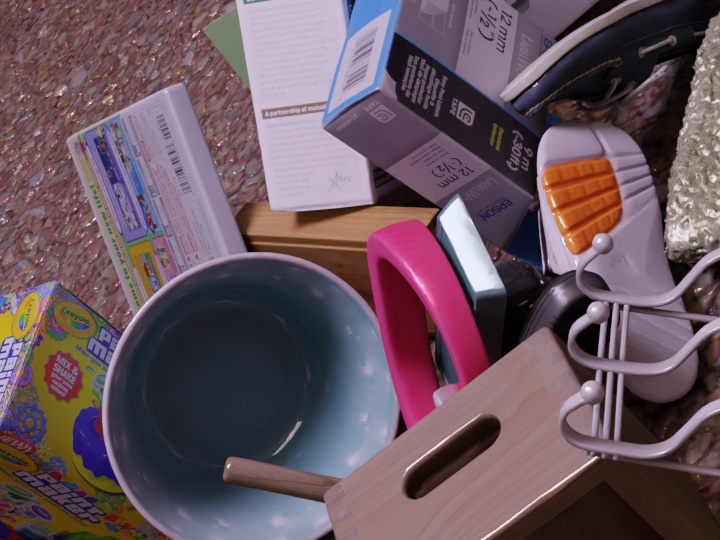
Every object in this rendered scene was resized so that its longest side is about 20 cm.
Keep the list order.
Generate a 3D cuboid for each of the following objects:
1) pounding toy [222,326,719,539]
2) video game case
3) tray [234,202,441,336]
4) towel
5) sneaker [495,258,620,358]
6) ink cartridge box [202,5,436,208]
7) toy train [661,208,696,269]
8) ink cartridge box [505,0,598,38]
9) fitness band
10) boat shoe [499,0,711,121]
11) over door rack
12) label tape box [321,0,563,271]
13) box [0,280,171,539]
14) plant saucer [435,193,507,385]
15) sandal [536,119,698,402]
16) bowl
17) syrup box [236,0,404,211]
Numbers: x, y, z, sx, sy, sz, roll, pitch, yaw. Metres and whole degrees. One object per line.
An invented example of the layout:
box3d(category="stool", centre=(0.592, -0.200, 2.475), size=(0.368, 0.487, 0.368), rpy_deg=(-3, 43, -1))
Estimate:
box3d(category="pounding toy", centre=(0.065, 0.139, 0.908), size=(0.200, 0.184, 0.142), rpy_deg=(-38, 36, 12))
box3d(category="video game case", centre=(-0.144, -0.026, 1.262), size=(0.022, 0.201, 0.182), rpy_deg=(-24, 5, -33))
box3d(category="tray", centre=(0.000, 0.000, 1.178), size=(0.200, 0.099, 0.037), rpy_deg=(5, 51, 48))
box3d(category="towel", centre=(0.264, -0.087, 1.019), size=(0.148, 0.037, 0.200), rpy_deg=(1, 55, 26))
box3d(category="sneaker", centre=(0.100, 0.032, 1.003), size=(0.060, 0.200, 0.104), rpy_deg=(-24, 60, -11))
box3d(category="ink cartridge box", centre=(-0.004, -0.126, 1.221), size=(0.145, 0.200, 0.048), rpy_deg=(-29, 26, 22))
box3d(category="toy train", centre=(0.228, -0.083, 1.086), size=(0.046, 0.034, 0.200), rpy_deg=(-12, 48, 41))
box3d(category="ink cartridge box", centre=(0.072, -0.240, 1.288), size=(0.200, 0.146, 0.147), rpy_deg=(-40, 36, 17))
box3d(category="fitness band", centre=(0.043, 0.061, 1.009), size=(0.037, 0.200, 0.144), rpy_deg=(-19, 49, -9))
box3d(category="boat shoe", centre=(0.170, -0.139, 1.109), size=(0.200, 0.062, 0.075), rpy_deg=(-33, 5, -42))
box3d(category="over door rack", centre=(0.202, 0.052, 0.825), size=(0.148, 0.199, 0.067), rpy_deg=(-71, 0, -56))
box3d(category="label tape box", centre=(0.080, -0.108, 1.111), size=(0.066, 0.200, 0.144), rpy_deg=(-33, 34, 45))
box3d(category="box", centre=(-0.232, 0.126, 1.209), size=(0.192, 0.200, 0.122), rpy_deg=(-15, 46, 37))
box3d(category="plant saucer", centre=(0.063, 0.034, 1.004), size=(0.019, 0.200, 0.070), rpy_deg=(-20, 62, -8))
box3d(category="sandal", centre=(0.149, -0.001, 1.040), size=(0.059, 0.079, 0.207), rpy_deg=(119, 147, -53))
box3d(category="bowl", centre=(-0.083, 0.084, 1.132), size=(0.201, 0.201, 0.105), rpy_deg=(-52, 17, -7))
box3d(category="syrup box", centre=(-0.029, -0.147, 1.157), size=(0.081, 0.201, 0.079), rpy_deg=(-4, 11, 20))
